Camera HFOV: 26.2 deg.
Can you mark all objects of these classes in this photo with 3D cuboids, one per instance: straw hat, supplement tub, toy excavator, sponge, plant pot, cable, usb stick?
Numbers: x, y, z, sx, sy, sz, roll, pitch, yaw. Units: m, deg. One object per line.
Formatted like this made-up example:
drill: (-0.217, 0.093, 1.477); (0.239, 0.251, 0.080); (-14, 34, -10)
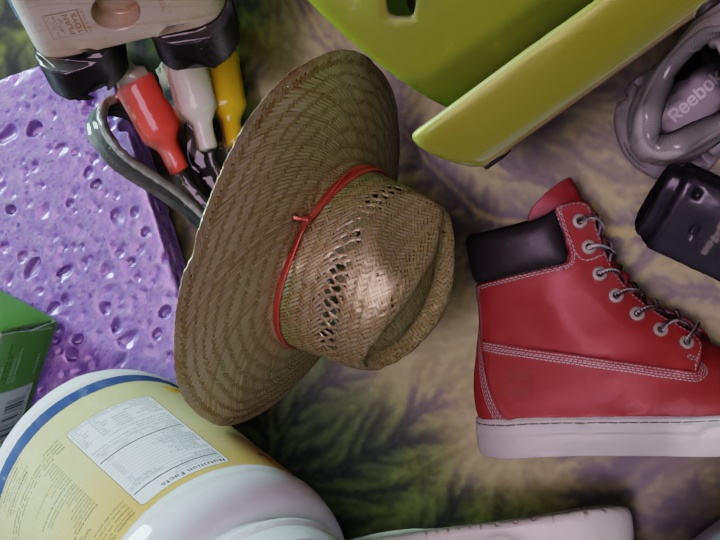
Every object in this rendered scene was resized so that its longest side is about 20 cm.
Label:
straw hat: (0.000, 0.000, 0.770); (0.084, 0.200, 0.203); (22, 98, 27)
supplement tub: (-0.094, 0.150, 0.792); (0.199, 0.143, 0.146); (29, 102, 49)
toy excavator: (-0.163, -0.198, 0.836); (0.192, 0.100, 0.202); (-11, 53, 7)
sponge: (-0.163, -0.018, 0.897); (0.110, 0.030, 0.202); (-17, 91, 14)
plant pot: (0.070, -0.168, 0.754); (0.198, 0.200, 0.182); (-34, 92, 12)
cable: (-0.080, -0.043, 0.852); (0.096, 0.050, 0.202); (-23, 82, -32)
usb stick: (0.236, 0.005, 0.783); (0.198, 0.033, 0.056); (25, 135, -1)

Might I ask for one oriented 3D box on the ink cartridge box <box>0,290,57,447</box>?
ink cartridge box: (-0.283, 0.038, 0.896); (0.198, 0.059, 0.105); (26, 105, 17)

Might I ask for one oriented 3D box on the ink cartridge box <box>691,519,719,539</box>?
ink cartridge box: (0.240, 0.212, 0.741); (0.200, 0.144, 0.147); (47, 126, 6)

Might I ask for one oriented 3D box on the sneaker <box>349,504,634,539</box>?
sneaker: (0.055, 0.194, 0.836); (0.197, 0.077, 0.113); (-8, 83, 7)

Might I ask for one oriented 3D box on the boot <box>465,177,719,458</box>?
boot: (0.153, 0.022, 0.809); (0.197, 0.072, 0.146); (-3, 91, 16)

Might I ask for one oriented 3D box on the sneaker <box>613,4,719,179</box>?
sneaker: (0.209, -0.126, 0.781); (0.075, 0.081, 0.200); (42, 100, 9)
